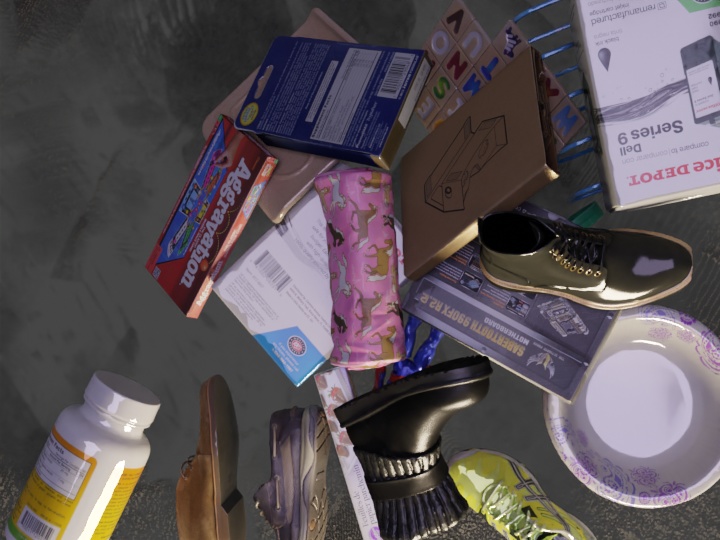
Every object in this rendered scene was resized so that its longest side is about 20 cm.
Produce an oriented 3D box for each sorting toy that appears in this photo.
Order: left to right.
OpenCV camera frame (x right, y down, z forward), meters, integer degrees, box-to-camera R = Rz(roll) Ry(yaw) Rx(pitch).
[{"bbox_3d":[-0.067,-0.173,0.983,0.200,0.036,0.185,-46,55,5],"label":"sorting toy"}]

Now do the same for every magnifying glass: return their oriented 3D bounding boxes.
[{"bbox_3d":[0.178,-0.011,0.973,0.199,0.080,0.023,-38,89,14],"label":"magnifying glass"}]

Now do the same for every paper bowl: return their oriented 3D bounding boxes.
[{"bbox_3d":[0.292,0.138,0.936,0.196,0.104,0.205,0,88,7],"label":"paper bowl"}]

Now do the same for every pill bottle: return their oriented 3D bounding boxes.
[{"bbox_3d":[-0.303,0.221,0.989,0.110,0.111,0.203,27,91,5],"label":"pill bottle"}]

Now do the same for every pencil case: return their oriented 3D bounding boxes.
[{"bbox_3d":[0.000,0.000,0.892,0.081,0.087,0.204,-6,88,6],"label":"pencil case"}]

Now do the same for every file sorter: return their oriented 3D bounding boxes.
[{"bbox_3d":[0.247,-0.184,0.935,0.121,0.139,0.203,-20,87,8],"label":"file sorter"}]

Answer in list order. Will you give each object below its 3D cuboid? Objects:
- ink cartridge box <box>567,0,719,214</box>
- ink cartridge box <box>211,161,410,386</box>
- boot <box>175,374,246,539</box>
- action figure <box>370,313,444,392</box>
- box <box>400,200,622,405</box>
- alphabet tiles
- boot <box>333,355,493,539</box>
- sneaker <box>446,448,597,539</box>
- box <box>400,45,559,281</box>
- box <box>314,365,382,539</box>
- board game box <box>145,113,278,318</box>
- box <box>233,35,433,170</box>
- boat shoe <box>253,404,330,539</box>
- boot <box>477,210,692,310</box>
[{"bbox_3d":[0.283,-0.166,0.815,0.143,0.084,0.204,-12,88,9],"label":"ink cartridge box"},{"bbox_3d":[-0.041,0.003,0.982,0.200,0.084,0.146,-42,86,2],"label":"ink cartridge box"},{"bbox_3d":[-0.177,0.220,1.002,0.074,0.074,0.205,-2,91,15],"label":"boot"},{"bbox_3d":[0.054,0.101,0.980,0.064,0.052,0.203,23,103,8],"label":"action figure"},{"bbox_3d":[0.162,0.017,0.899,0.198,0.048,0.160,27,88,19],"label":"box"},{"bbox_3d":[0.130,-0.180,0.940,0.202,0.007,0.167,58,138,17],"label":"alphabet tiles"},{"bbox_3d":[0.075,0.184,0.904,0.210,0.079,0.160,-29,82,43],"label":"boot"},{"bbox_3d":[0.180,0.263,0.959,0.198,0.076,0.076,33,94,6],"label":"sneaker"},{"bbox_3d":[0.110,-0.104,0.881,0.021,0.166,0.199,26,136,-29],"label":"box"},{"bbox_3d":[-0.004,0.206,0.996,0.038,0.041,0.204,-17,86,5],"label":"box"},{"bbox_3d":[-0.168,-0.060,0.983,0.103,0.019,0.202,40,108,36],"label":"board game box"},{"bbox_3d":[-0.032,-0.180,0.924,0.197,0.032,0.123,16,76,32],"label":"box"},{"bbox_3d":[-0.078,0.252,0.994,0.072,0.074,0.204,2,80,15],"label":"boat shoe"},{"bbox_3d":[0.201,-0.013,0.795,0.196,0.138,0.079,-2,78,13],"label":"boot"}]
